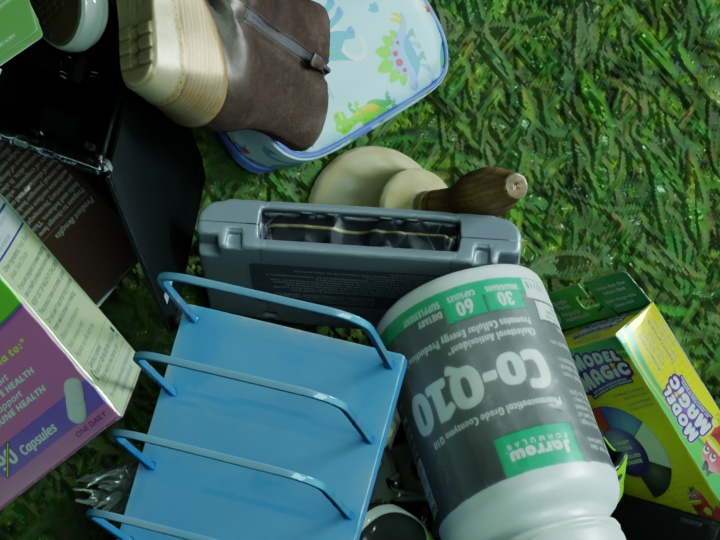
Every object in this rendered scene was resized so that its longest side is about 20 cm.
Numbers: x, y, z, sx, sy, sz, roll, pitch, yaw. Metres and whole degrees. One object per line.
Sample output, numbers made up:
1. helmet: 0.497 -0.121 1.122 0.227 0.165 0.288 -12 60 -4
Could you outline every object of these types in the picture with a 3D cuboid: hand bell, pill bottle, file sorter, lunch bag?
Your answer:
1. hand bell: 0.051 -0.043 1.693 0.104 0.200 0.105 3 82 -24
2. pill bottle: 0.088 0.107 1.592 0.113 0.113 0.201 -7 63 -26
3. file sorter: -0.073 0.116 1.508 0.138 0.123 0.201 13 77 13
4. lunch bag: -0.051 -0.174 1.726 0.161 0.082 0.200 -33 98 -26

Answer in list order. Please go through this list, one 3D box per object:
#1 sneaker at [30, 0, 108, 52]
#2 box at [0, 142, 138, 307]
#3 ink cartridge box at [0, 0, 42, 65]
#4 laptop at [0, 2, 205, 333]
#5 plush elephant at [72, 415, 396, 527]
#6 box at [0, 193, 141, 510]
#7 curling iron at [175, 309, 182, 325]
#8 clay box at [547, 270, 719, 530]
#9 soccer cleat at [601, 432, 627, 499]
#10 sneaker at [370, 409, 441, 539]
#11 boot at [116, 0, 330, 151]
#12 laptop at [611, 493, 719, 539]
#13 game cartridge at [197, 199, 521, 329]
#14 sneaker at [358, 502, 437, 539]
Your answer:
1. sneaker: -0.169 -0.210 1.638 0.084 0.073 0.200 9 44 -31
2. box: -0.237 -0.047 1.629 0.200 0.075 0.100 47 67 -12
3. ink cartridge box: -0.287 -0.158 1.547 0.104 0.200 0.059 -38 131 -23
4. laptop: -0.182 -0.082 1.623 0.199 0.104 0.178 19 35 -9
5. plush elephant: -0.061 0.168 1.641 0.199 0.165 0.155 -20 97 -20
6. box: -0.259 0.046 1.548 0.176 0.097 0.200 -37 101 13
7. curling iron: -0.026 0.047 1.702 0.199 0.026 0.050 9 46 5
8. clay box: 0.186 0.101 1.785 0.048 0.115 0.200 -39 101 -33
9. soccer cleat: 0.102 0.076 1.738 0.067 0.081 0.200 -34 69 -29
10. sneaker: 0.033 0.153 1.683 0.074 0.089 0.201 -4 55 -1
11. boot: -0.082 -0.181 1.626 0.166 0.072 0.201 14 76 -52
12. laptop: 0.117 0.245 1.737 0.187 0.116 0.200 15 46 14
13. game cartridge: 0.000 0.000 1.678 0.199 0.133 0.041 4 65 2
14. sneaker: 0.061 0.218 1.592 0.072 0.083 0.200 -48 117 -26
